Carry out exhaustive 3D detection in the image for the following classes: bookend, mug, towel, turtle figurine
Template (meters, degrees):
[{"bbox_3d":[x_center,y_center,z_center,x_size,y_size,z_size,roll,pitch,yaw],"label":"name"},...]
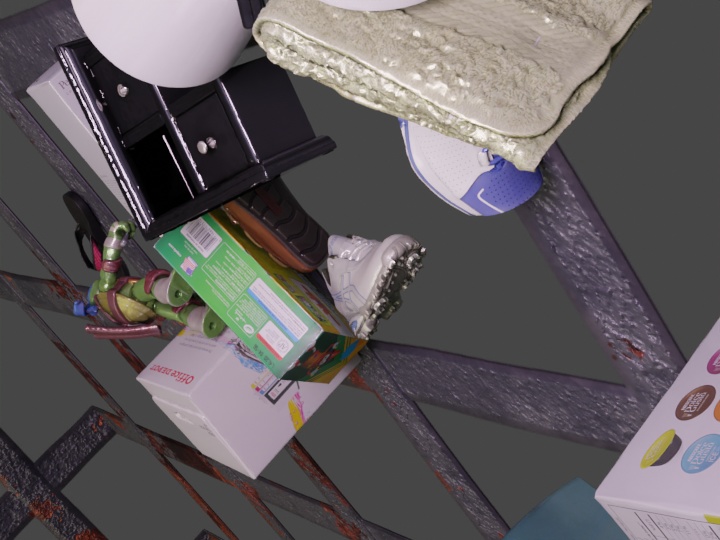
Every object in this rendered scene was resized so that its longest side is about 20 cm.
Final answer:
[{"bbox_3d":[-0.152,-0.155,1.039,0.199,0.092,0.200,-19,98,46],"label":"bookend"},{"bbox_3d":[-0.134,-0.244,0.845,0.186,0.150,0.153,41,151,-13],"label":"mug"},{"bbox_3d":[0.051,-0.147,0.668,0.199,0.149,0.037,27,154,21],"label":"towel"},{"bbox_3d":[-0.230,0.001,1.370,0.193,0.199,0.145,12,119,44],"label":"turtle figurine"}]

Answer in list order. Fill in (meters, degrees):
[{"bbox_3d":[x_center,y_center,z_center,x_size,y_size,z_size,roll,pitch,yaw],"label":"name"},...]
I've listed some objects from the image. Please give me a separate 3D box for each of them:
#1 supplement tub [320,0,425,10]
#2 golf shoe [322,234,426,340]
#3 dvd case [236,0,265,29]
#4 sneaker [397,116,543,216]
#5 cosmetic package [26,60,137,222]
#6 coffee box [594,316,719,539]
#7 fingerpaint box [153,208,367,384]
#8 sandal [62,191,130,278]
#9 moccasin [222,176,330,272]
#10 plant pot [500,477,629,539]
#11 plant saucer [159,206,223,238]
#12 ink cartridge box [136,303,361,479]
[{"bbox_3d":[0.002,-0.251,0.595,0.140,0.140,0.201,31,155,27],"label":"supplement tub"},{"bbox_3d":[0.000,0.000,1.134,0.097,0.078,0.200,47,157,8],"label":"golf shoe"},{"bbox_3d":[-0.079,-0.265,0.678,0.143,0.017,0.202,85,177,-69],"label":"dvd case"},{"bbox_3d":[0.075,-0.122,0.779,0.115,0.081,0.200,10,139,57],"label":"sneaker"},{"bbox_3d":[-0.238,-0.150,1.218,0.200,0.113,0.081,52,157,-25],"label":"cosmetic package"},{"bbox_3d":[0.305,0.136,0.690,0.200,0.200,0.197,48,158,-15],"label":"coffee box"},{"bbox_3d":[-0.103,0.028,1.236,0.200,0.073,0.167,45,-174,16],"label":"fingerpaint box"},{"bbox_3d":[-0.419,-0.039,1.800,0.075,0.045,0.201,25,151,37],"label":"sandal"},{"bbox_3d":[-0.114,-0.078,1.198,0.201,0.074,0.077,43,151,-24],"label":"moccasin"},{"bbox_3d":[0.202,0.329,1.202,0.141,0.200,0.142,36,157,19],"label":"plant pot"},{"bbox_3d":[-0.221,-0.077,1.419,0.200,0.034,0.201,36,156,19],"label":"plant saucer"},{"bbox_3d":[-0.135,0.119,1.398,0.147,0.200,0.145,7,139,55],"label":"ink cartridge box"}]
